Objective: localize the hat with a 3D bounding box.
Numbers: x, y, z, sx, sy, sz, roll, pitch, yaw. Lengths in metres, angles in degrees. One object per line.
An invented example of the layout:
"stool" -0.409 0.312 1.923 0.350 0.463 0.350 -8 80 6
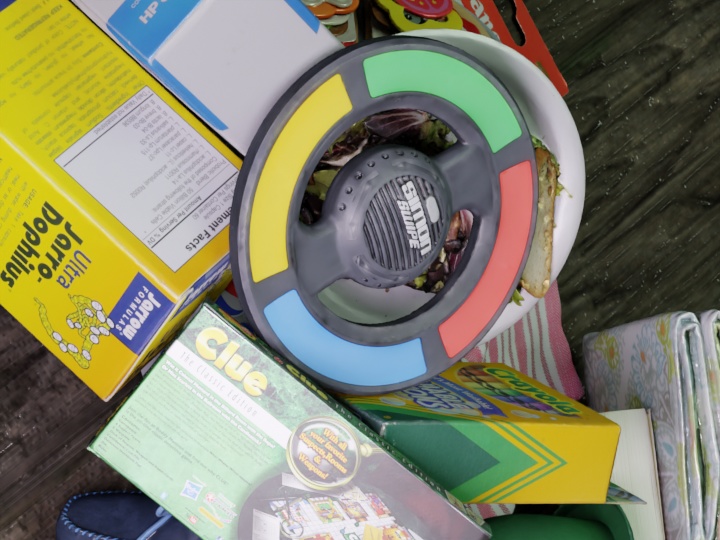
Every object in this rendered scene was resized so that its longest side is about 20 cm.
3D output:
"hat" 0.056 0.184 1.577 0.175 0.200 0.166 20 39 -19

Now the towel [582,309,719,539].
"towel" 0.201 0.117 1.709 0.048 0.200 0.172 -2 84 -16

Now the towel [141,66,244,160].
"towel" -0.015 -0.113 1.613 0.199 0.048 0.171 30 45 13

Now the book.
"book" 0.166 0.204 1.693 0.048 0.134 0.201 -5 74 -10

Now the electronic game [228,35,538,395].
"electronic game" 0.016 -0.029 1.421 0.199 0.042 0.201 -10 108 -32

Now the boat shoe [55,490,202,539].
"boat shoe" -0.071 0.137 1.453 0.084 0.199 0.069 -90 -178 -56

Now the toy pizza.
"toy pizza" 0.005 -0.133 1.573 0.199 0.032 0.201 10 42 -9

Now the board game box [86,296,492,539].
"board game box" -0.038 0.117 1.394 0.200 0.105 0.023 40 11 -5

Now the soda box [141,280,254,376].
"soda box" -0.087 0.054 1.544 0.068 0.063 0.201 -16 86 -44

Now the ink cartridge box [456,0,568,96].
"ink cartridge box" 0.071 -0.164 1.796 0.200 0.057 0.163 -34 99 -41

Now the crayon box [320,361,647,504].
"crayon box" 0.059 0.093 1.506 0.199 0.126 0.052 4 103 -34

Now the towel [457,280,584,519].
"towel" 0.098 0.072 1.680 0.200 0.030 0.147 -55 142 -52

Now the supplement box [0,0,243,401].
"supplement box" -0.162 -0.048 1.433 0.200 0.110 0.109 43 46 4

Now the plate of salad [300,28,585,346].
"plate of salad" 0.040 -0.039 1.494 0.199 0.048 0.201 -5 110 -15

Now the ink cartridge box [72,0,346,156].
"ink cartridge box" -0.104 -0.154 1.442 0.084 0.200 0.146 -47 140 1
